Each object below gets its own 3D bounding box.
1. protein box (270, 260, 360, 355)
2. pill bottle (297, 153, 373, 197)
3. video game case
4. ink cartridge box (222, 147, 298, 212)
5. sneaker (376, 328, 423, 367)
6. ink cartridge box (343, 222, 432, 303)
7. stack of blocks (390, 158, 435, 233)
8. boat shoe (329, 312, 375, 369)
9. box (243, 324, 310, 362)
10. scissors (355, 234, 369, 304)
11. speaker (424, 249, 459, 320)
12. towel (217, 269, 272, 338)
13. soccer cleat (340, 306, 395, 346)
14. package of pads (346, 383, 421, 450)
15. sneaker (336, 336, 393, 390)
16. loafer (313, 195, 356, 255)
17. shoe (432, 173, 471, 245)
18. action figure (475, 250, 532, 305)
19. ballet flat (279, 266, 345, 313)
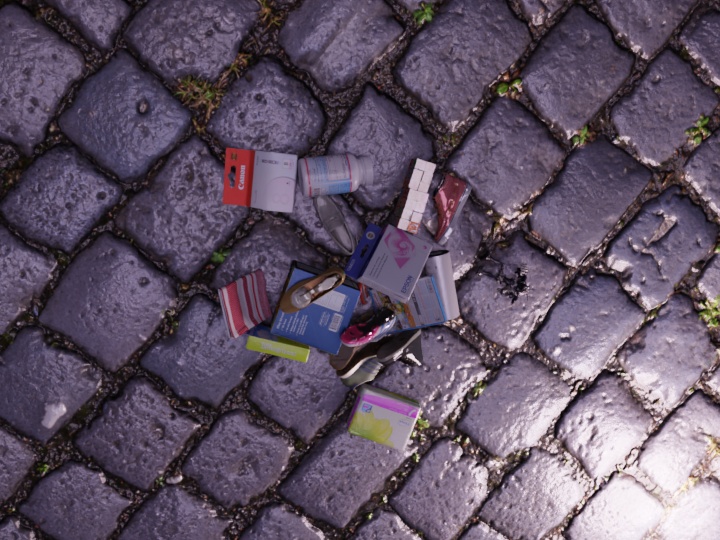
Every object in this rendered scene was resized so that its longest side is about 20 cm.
[{"bbox_3d":[-0.131,0.104,1.714,0.199,0.135,0.200,20,97,-10],"label":"protein box"},{"bbox_3d":[-0.069,-0.267,1.669,0.199,0.109,0.110,-8,101,-11],"label":"pill bottle"},{"bbox_3d":[0.137,0.101,1.741,0.199,0.018,0.144,-14,104,24],"label":"video game case"},{"bbox_3d":[-0.280,-0.253,1.678,0.199,0.057,0.164,4,99,-13],"label":"ink cartridge box"},{"bbox_3d":[0.127,0.252,1.760,0.200,0.074,0.107,-29,111,-45],"label":"sneaker"},{"bbox_3d":[0.080,-0.032,1.693,0.199,0.043,0.197,25,61,3],"label":"ink cartridge box"},{"bbox_3d":[0.152,-0.214,1.707,0.058,0.115,0.201,17,97,-10],"label":"stack of blocks"},{"bbox_3d":[-0.024,0.203,1.780,0.074,0.066,0.200,44,85,-9],"label":"boat shoe"},{"bbox_3d":[-0.247,0.203,1.722,0.199,0.122,0.048,15,100,-10],"label":"box"},{"bbox_3d":[0.000,0.000,1.734,0.014,0.073,0.201,-2,113,20],"label":"scissors"},{"bbox_3d":[0.240,0.046,1.781,0.081,0.081,0.201,-13,101,-5],"label":"speaker"},{"bbox_3d":[-0.316,0.090,1.665,0.023,0.200,0.145,-6,102,25],"label":"towel"},{"bbox_3d":[0.026,0.179,1.699,0.199,0.070,0.087,-27,137,-35],"label":"soccer cleat"},{"bbox_3d":[0.069,0.451,1.835,0.199,0.068,0.155,20,96,-10],"label":"package of pads"},{"bbox_3d":[0.027,0.284,1.809,0.200,0.067,0.090,-33,121,-9],"label":"sneaker"},{"bbox_3d":[-0.070,-0.134,1.714,0.070,0.070,0.201,-33,102,-1],"label":"loafer"},{"bbox_3d":[0.242,-0.179,1.751,0.091,0.071,0.201,25,90,-10],"label":"shoe"},{"bbox_3d":[0.445,0.027,1.796,0.199,0.102,0.119,30,83,-10],"label":"action figure"},{"bbox_3d":[-0.130,0.052,1.604,0.199,0.063,0.069,-33,101,-2],"label":"ballet flat"}]
